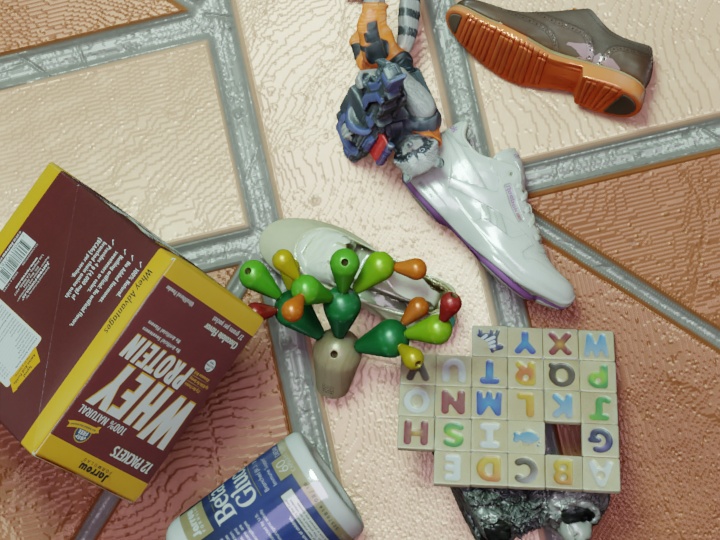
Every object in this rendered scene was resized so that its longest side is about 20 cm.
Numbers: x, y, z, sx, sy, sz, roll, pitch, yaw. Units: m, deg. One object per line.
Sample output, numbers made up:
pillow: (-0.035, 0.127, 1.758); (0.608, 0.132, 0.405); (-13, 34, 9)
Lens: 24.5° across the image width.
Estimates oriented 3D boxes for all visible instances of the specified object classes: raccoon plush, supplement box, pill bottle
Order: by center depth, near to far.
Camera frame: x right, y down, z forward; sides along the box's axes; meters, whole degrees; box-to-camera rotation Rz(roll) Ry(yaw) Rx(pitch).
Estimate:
supplement box: (-0.233, 0.052, 1.436); (0.199, 0.133, 0.198); (34, 88, 40)
pill bottle: (-0.105, 0.246, 1.487); (0.199, 0.111, 0.112); (-36, 87, 0)
raccoon plush: (0.143, 0.165, 1.498); (0.133, 0.097, 0.202); (-27, 87, -7)

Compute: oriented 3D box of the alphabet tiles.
alphabet tiles: (0.133, 0.121, 1.493); (0.197, 0.008, 0.169); (2, 55, 2)

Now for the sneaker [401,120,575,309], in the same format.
sneaker: (0.132, -0.051, 1.511); (0.100, 0.075, 0.200); (-45, 87, 1)

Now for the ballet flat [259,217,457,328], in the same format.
ballet flat: (0.000, 0.000, 1.517); (0.198, 0.069, 0.070); (24, 88, 2)

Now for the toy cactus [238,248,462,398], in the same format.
toy cactus: (-0.015, 0.054, 1.473); (0.197, 0.103, 0.166); (8, 133, 0)

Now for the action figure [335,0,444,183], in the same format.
action figure: (0.035, -0.177, 1.469); (0.103, 0.200, 0.196); (-14, 86, -15)

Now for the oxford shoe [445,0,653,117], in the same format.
oxford shoe: (0.175, -0.211, 1.530); (0.198, 0.071, 0.074); (24, 69, -2)
